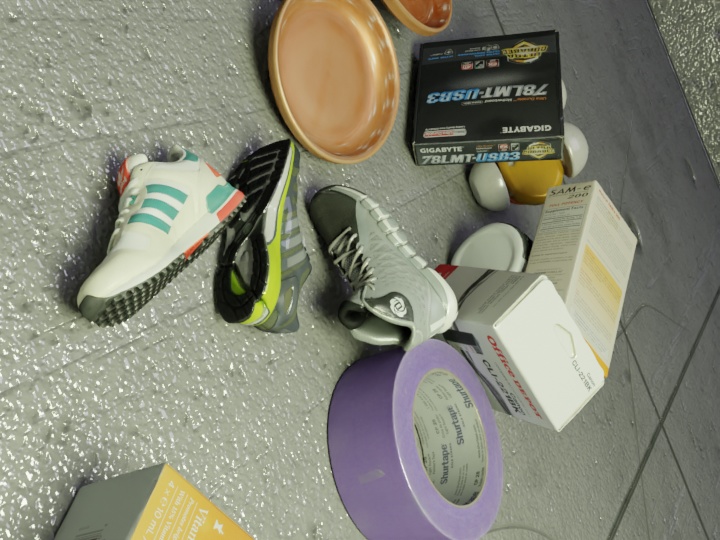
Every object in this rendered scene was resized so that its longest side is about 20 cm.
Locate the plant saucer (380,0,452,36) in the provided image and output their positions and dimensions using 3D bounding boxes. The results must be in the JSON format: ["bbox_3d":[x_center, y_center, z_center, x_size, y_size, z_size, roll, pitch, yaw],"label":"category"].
[{"bbox_3d":[0.053,-0.402,1.126,0.199,0.032,0.204,31,50,-44],"label":"plant saucer"}]

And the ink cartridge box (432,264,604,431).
[{"bbox_3d":[0.149,0.078,0.943,0.084,0.199,0.146,-41,109,-19],"label":"ink cartridge box"}]

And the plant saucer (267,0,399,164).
[{"bbox_3d":[-0.032,-0.220,0.958,0.198,0.037,0.205,1,89,-47],"label":"plant saucer"}]

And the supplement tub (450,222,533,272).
[{"bbox_3d":[0.215,0.036,1.137,0.199,0.121,0.125,38,44,-38],"label":"supplement tub"}]

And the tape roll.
[{"bbox_3d":[0.060,0.178,0.876,0.199,0.084,0.204,32,48,-43],"label":"tape roll"}]

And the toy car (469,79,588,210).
[{"bbox_3d":[0.224,-0.191,1.265,0.150,0.172,0.204,-136,-156,-88],"label":"toy car"}]

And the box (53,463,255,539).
[{"bbox_3d":[-0.117,0.245,0.575,0.201,0.096,0.126,49,38,-27],"label":"box"}]

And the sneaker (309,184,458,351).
[{"bbox_3d":[0.000,0.000,0.855,0.200,0.076,0.115,43,43,15],"label":"sneaker"}]

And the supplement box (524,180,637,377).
[{"bbox_3d":[0.263,0.011,1.048,0.126,0.073,0.203,43,56,-35],"label":"supplement box"}]

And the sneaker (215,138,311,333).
[{"bbox_3d":[-0.084,-0.031,0.808,0.081,0.073,0.204,40,48,-49],"label":"sneaker"}]

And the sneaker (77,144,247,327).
[{"bbox_3d":[-0.175,-0.037,0.686,0.093,0.070,0.200,45,39,-4],"label":"sneaker"}]

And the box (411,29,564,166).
[{"bbox_3d":[0.172,-0.233,1.158,0.050,0.195,0.202,72,21,-51],"label":"box"}]
